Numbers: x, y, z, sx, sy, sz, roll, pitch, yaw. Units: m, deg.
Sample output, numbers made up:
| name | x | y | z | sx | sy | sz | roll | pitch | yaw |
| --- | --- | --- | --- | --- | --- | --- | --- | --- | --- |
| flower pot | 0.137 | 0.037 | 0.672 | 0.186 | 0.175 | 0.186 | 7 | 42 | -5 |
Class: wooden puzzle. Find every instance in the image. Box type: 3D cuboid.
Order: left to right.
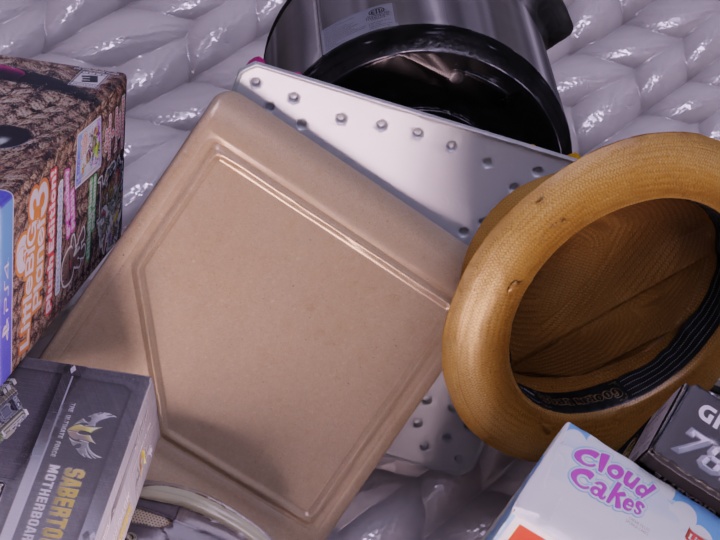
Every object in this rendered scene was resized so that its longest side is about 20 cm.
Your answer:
| name | x | y | z | sx | sy | sz | roll | pitch | yaw |
| --- | --- | --- | --- | --- | --- | --- | --- | --- | --- |
| wooden puzzle | -0.053 | 0.034 | 1.186 | 0.185 | 0.037 | 0.200 | 33 | 89 | -18 |

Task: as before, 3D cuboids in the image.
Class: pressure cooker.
| name | x | y | z | sx | sy | sz | roll | pitch | yaw |
| --- | --- | --- | --- | --- | --- | --- | --- | --- | --- |
| pressure cooker | 0.030 | -0.098 | 1.311 | 0.176 | 0.179 | 0.200 | 12 | 28 | -11 |

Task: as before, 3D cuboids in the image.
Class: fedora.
| name | x | y | z | sx | sy | sz | roll | pitch | yaw |
| --- | --- | --- | --- | --- | --- | --- | --- | --- | --- |
| fedora | 0.118 | 0.004 | 1.174 | 0.200 | 0.201 | 0.082 | -6 | 29 | -28 |

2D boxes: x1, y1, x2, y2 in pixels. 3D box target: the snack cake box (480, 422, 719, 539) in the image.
| name | x | y | z | sx | sy | sz | roll | pitch | yaw |
| --- | --- | --- | --- | --- | --- | --- | --- | --- | --- |
| snack cake box | 0.100 | 0.175 | 1.120 | 0.115 | 0.200 | 0.067 | 34 | 50 | 4 |

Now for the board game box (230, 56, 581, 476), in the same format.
| name | x | y | z | sx | sy | sz | roll | pitch | yaw |
| --- | --- | --- | --- | --- | --- | --- | --- | --- | --- |
| board game box | 0.000 | 0.000 | 1.228 | 0.200 | 0.200 | 0.026 | 16 | 24 | -12 |

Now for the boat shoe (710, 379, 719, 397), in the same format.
| name | x | y | z | sx | sy | sz | roll | pitch | yaw |
| --- | --- | --- | --- | --- | --- | --- | --- | --- | --- |
| boat shoe | 0.215 | 0.056 | 1.308 | 0.200 | 0.062 | 0.073 | 23 | 52 | -16 |

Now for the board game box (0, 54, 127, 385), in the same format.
| name | x | y | z | sx | sy | sz | roll | pitch | yaw |
| --- | --- | --- | --- | --- | --- | --- | --- | --- | --- |
| board game box | -0.223 | -0.035 | 1.142 | 0.159 | 0.097 | 0.200 | 9 | 24 | 8 |

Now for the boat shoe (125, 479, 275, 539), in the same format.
| name | x | y | z | sx | sy | sz | roll | pitch | yaw |
| --- | --- | --- | --- | --- | --- | --- | --- | --- | --- |
| boat shoe | -0.127 | 0.143 | 1.142 | 0.200 | 0.075 | 0.073 | 22 | 57 | 5 |

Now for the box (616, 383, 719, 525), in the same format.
| name | x | y | z | sx | sy | sz | roll | pitch | yaw |
| --- | --- | --- | --- | --- | --- | --- | --- | --- | --- |
| box | 0.210 | 0.154 | 1.146 | 0.200 | 0.199 | 0.050 | 32 | 69 | 4 |

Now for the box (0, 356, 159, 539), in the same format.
| name | x | y | z | sx | sy | sz | roll | pitch | yaw |
| --- | --- | --- | --- | --- | --- | --- | --- | --- | --- |
| box | -0.195 | 0.125 | 1.054 | 0.158 | 0.048 | 0.200 | 8 | 48 | 7 |
